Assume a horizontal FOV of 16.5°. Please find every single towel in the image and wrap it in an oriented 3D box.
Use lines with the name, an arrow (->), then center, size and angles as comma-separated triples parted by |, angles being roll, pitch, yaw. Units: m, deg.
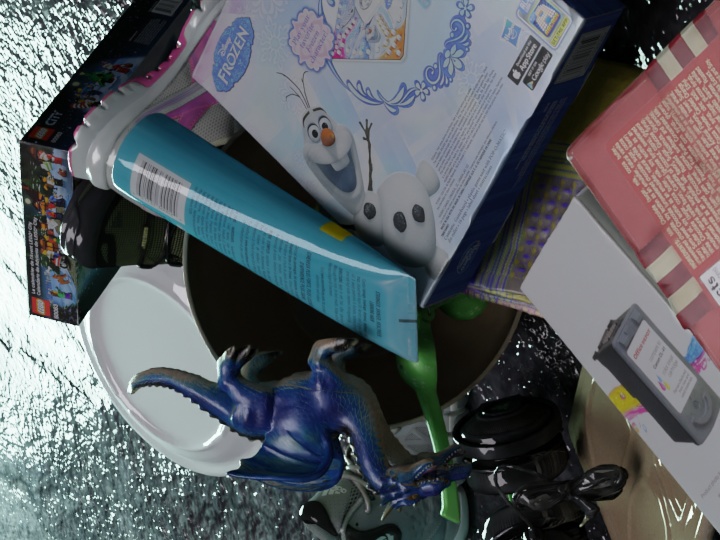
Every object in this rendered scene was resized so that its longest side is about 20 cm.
towel -> 0.068, -0.057, 1.360 | 0.199, 0.023, 0.144 | 16, 95, 27

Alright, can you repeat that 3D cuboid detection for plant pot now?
plant pot -> 0.000, 0.000, 1.481 | 0.201, 0.200, 0.134 | 60, 178, 7

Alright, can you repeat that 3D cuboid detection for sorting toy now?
sorting toy -> 0.164, 0.091, 1.370 | 0.186, 0.036, 0.201 | -109, 16, -46

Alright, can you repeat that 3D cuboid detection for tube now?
tube -> -0.048, -0.020, 1.368 | 0.200, 0.050, 0.078 | 32, 156, 23

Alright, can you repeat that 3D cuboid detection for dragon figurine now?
dragon figurine -> -0.041, 0.091, 1.366 | 0.059, 0.199, 0.100 | 27, -120, -76

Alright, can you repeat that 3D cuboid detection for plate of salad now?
plate of salad -> -0.133, 0.058, 1.811 | 0.200, 0.048, 0.201 | 26, 133, 31

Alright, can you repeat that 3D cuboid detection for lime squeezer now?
lime squeezer -> 0.063, 0.035, 1.387 | 0.070, 0.201, 0.038 | 23, 172, 12

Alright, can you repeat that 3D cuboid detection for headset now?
headset -> 0.110, 0.130, 1.453 | 0.200, 0.094, 0.124 | 48, -152, -82

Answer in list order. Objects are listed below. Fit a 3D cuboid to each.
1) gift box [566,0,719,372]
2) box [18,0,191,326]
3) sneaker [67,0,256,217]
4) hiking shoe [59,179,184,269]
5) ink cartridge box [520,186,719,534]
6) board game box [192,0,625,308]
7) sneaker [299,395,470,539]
gift box -> 0.241, -0.053, 1.083 | 0.200, 0.186, 0.185 | -39, 76, 37
box -> -0.164, -0.077, 1.631 | 0.038, 0.200, 0.137 | 13, 128, 13
sneaker -> -0.081, -0.106, 1.507 | 0.088, 0.200, 0.081 | 42, 171, 12
hiking shoe -> -0.095, -0.033, 1.563 | 0.100, 0.199, 0.076 | 29, 119, 37
ink cartridge box -> 0.200, 0.036, 1.225 | 0.200, 0.147, 0.086 | 51, 140, 21
board game box -> 0.019, -0.120, 1.316 | 0.199, 0.043, 0.200 | 45, 128, 21
sneaker -> 0.008, 0.115, 1.583 | 0.075, 0.115, 0.201 | 20, 127, 48
